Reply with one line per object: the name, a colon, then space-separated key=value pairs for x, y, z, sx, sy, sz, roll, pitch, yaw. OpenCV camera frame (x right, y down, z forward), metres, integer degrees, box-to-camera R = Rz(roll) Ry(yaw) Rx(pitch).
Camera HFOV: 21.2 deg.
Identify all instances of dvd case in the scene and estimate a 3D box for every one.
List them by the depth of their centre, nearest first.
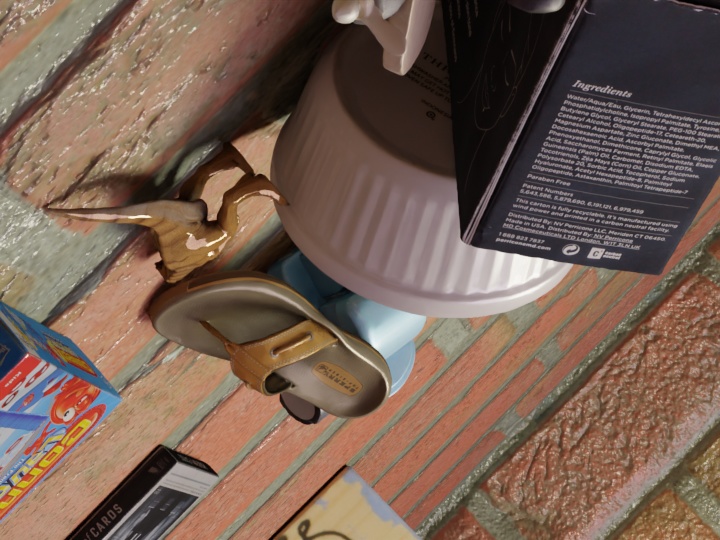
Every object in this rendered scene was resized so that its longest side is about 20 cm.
dvd case: x=-0.212 y=0.232 z=1.625 sx=0.200 sy=0.025 sz=0.150 roll=-46 pitch=166 yaw=-1

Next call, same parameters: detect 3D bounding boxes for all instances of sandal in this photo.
sandal: x=-0.053 y=0.060 z=1.313 sx=0.200 sy=0.054 sz=0.080 roll=31 pitch=122 yaw=-34

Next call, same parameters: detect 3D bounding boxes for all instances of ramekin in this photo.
ramekin: x=0.050 y=-0.076 z=1.154 sx=0.202 sy=0.202 sz=0.095 roll=-35 pitch=154 yaw=-36

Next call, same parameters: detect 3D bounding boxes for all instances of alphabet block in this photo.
alphabet block: x=-0.012 y=0.378 z=2.302 sx=0.200 sy=0.195 sz=0.196 roll=-45 pitch=165 yaw=-6

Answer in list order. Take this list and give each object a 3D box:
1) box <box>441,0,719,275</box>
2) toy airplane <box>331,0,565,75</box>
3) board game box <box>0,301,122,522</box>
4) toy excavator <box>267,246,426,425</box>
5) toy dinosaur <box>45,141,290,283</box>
box: x=0.132 y=-0.140 z=1.033 sx=0.197 sy=0.123 sz=0.201 roll=111 pitch=-18 yaw=-48
toy airplane: x=0.035 y=-0.206 z=0.895 sx=0.199 sy=0.140 sz=0.201 roll=106 pitch=-6 yaw=-84
board game box: x=-0.246 y=0.111 z=1.095 sx=0.200 sy=0.056 sz=0.196 roll=-45 pitch=166 yaw=-2
toy excavator: x=0.000 y=0.000 z=1.380 sx=0.100 sy=0.195 sz=0.200 roll=-34 pitch=-169 yaw=-37
toy dinosaur: x=-0.101 y=-0.027 z=1.118 sx=0.106 sy=0.060 sz=0.200 roll=-43 pitch=166 yaw=-5
